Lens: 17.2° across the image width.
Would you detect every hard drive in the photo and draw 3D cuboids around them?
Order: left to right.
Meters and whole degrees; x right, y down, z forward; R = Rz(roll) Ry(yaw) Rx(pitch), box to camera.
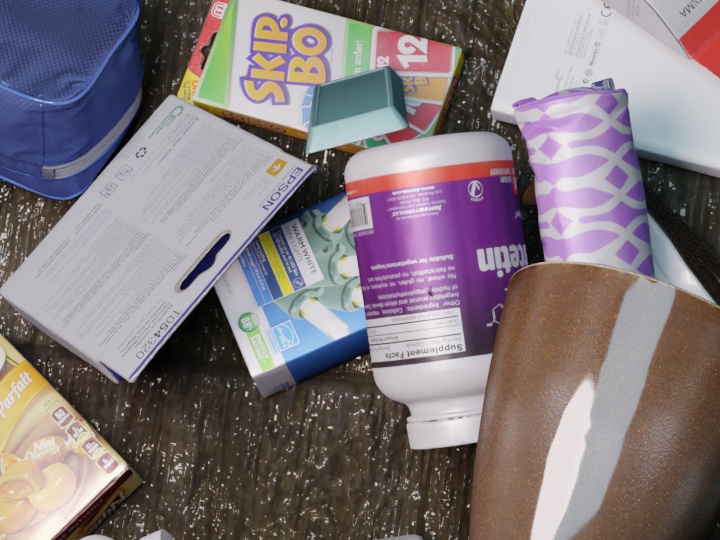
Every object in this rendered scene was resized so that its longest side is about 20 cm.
[{"bbox_3d":[0.209,-0.147,1.730,0.200,0.026,0.132,16,74,12],"label":"hard drive"}]

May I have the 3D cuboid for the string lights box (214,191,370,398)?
[{"bbox_3d":[0.000,0.000,1.691,0.200,0.059,0.103,-24,71,-1],"label":"string lights box"}]

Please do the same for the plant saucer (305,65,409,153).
[{"bbox_3d":[-0.004,-0.114,1.641,0.070,0.200,0.019,-14,102,3],"label":"plant saucer"}]

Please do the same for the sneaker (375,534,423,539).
[{"bbox_3d":[0.007,0.260,1.576,0.074,0.200,0.118,-12,107,23],"label":"sneaker"}]

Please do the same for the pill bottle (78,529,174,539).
[{"bbox_3d":[-0.206,0.251,1.599,0.200,0.112,0.113,-25,70,5],"label":"pill bottle"}]

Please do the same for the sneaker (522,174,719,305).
[{"bbox_3d":[0.194,-0.002,1.673,0.085,0.073,0.200,-46,75,22],"label":"sneaker"}]

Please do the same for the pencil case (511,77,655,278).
[{"bbox_3d":[0.150,-0.028,1.606,0.085,0.084,0.200,-9,88,40],"label":"pencil case"}]

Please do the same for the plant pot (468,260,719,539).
[{"bbox_3d":[0.144,0.127,1.448,0.187,0.187,0.200,18,70,13],"label":"plant pot"}]

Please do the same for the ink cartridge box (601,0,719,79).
[{"bbox_3d":[0.264,-0.229,1.719,0.200,0.050,0.161,38,70,24],"label":"ink cartridge box"}]

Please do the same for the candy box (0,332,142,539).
[{"bbox_3d":[-0.265,0.117,1.689,0.115,0.055,0.200,-44,73,-8],"label":"candy box"}]

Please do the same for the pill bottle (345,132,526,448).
[{"bbox_3d":[0.057,0.013,1.585,0.112,0.112,0.200,-9,89,5],"label":"pill bottle"}]

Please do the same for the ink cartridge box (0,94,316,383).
[{"bbox_3d":[-0.138,-0.017,1.675,0.196,0.043,0.200,-49,40,-10],"label":"ink cartridge box"}]

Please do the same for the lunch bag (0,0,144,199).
[{"bbox_3d":[-0.262,-0.148,1.737,0.200,0.132,0.136,24,54,13],"label":"lunch bag"}]

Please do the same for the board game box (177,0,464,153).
[{"bbox_3d":[-0.032,-0.143,1.763,0.200,0.030,0.096,15,75,15],"label":"board game box"}]
